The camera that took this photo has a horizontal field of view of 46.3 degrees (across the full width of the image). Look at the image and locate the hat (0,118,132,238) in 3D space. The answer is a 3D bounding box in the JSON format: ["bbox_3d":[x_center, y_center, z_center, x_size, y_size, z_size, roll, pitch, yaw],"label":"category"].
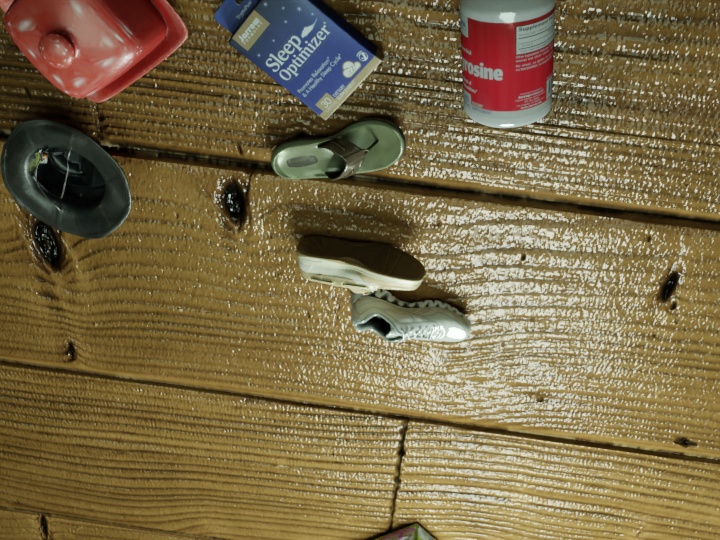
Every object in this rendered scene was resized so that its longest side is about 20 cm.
[{"bbox_3d":[-0.418,-0.145,1.237,0.200,0.081,0.201,7,122,11],"label":"hat"}]

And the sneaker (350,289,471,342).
[{"bbox_3d":[0.078,0.086,1.343,0.200,0.081,0.075,13,127,-4],"label":"sneaker"}]

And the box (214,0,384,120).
[{"bbox_3d":[-0.084,-0.300,1.093,0.200,0.032,0.121,37,125,-18],"label":"box"}]

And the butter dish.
[{"bbox_3d":[-0.357,-0.302,1.058,0.200,0.148,0.199,-27,121,26],"label":"butter dish"}]

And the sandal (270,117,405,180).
[{"bbox_3d":[-0.032,-0.156,1.181,0.201,0.057,0.080,-12,126,17],"label":"sandal"}]

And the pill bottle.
[{"bbox_3d":[0.177,-0.284,1.014,0.112,0.112,0.200,-1,127,9],"label":"pill bottle"}]

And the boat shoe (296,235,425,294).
[{"bbox_3d":[0.000,0.000,1.296,0.200,0.074,0.069,13,132,10],"label":"boat shoe"}]

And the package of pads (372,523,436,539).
[{"bbox_3d":[0.085,0.620,1.771,0.200,0.068,0.155,-31,118,27],"label":"package of pads"}]
